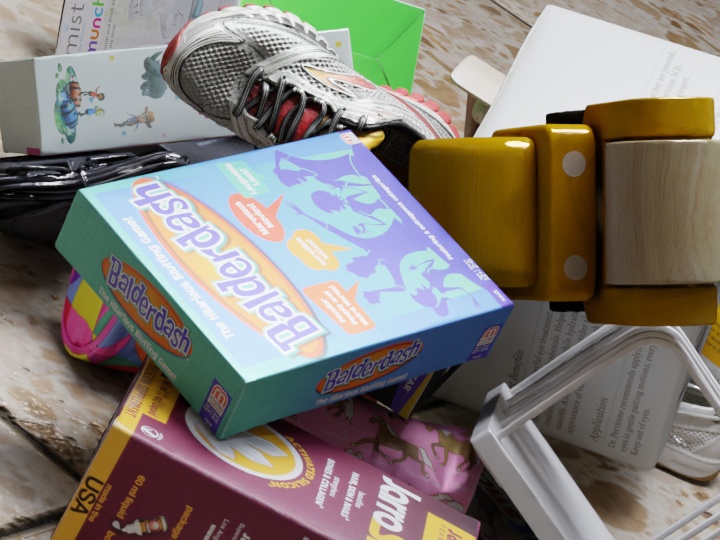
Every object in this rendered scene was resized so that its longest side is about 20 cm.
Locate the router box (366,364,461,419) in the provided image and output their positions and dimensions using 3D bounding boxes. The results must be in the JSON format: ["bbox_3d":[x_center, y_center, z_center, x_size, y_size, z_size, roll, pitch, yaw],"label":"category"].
[{"bbox_3d":[0.000,0.000,1.656,0.157,0.052,0.200,32,20,7],"label":"router box"}]

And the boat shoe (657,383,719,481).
[{"bbox_3d":[0.170,0.074,1.926,0.200,0.069,0.071,22,22,-16],"label":"boat shoe"}]

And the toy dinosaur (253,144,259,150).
[{"bbox_3d":[-0.090,-0.010,1.793,0.200,0.102,0.136,50,41,8],"label":"toy dinosaur"}]

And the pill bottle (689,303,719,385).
[{"bbox_3d":[0.290,0.033,1.994,0.113,0.200,0.113,25,20,-10],"label":"pill bottle"}]

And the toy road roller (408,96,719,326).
[{"bbox_3d":[0.111,-0.031,1.573,0.146,0.123,0.200,-1,1,-18],"label":"toy road roller"}]

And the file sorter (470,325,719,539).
[{"bbox_3d":[0.157,0.107,1.622,0.139,0.125,0.200,56,7,-1],"label":"file sorter"}]

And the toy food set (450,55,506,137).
[{"bbox_3d":[0.124,-0.068,2.103,0.143,0.060,0.200,33,-19,12],"label":"toy food set"}]

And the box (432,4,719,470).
[{"bbox_3d":[0.154,-0.023,1.830,0.171,0.199,0.200,18,42,9],"label":"box"}]

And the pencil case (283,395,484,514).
[{"bbox_3d":[-0.029,0.094,1.587,0.200,0.087,0.083,25,2,-12],"label":"pencil case"}]

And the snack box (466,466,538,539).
[{"bbox_3d":[0.082,0.165,1.648,0.072,0.024,0.200,15,24,-40],"label":"snack box"}]

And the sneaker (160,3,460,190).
[{"bbox_3d":[-0.022,-0.092,1.655,0.200,0.078,0.082,22,21,-18],"label":"sneaker"}]

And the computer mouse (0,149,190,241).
[{"bbox_3d":[-0.184,-0.042,1.696,0.138,0.053,0.200,-7,5,-14],"label":"computer mouse"}]

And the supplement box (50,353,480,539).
[{"bbox_3d":[-0.047,0.138,1.449,0.200,0.086,0.110,28,19,-4],"label":"supplement box"}]

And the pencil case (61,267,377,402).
[{"bbox_3d":[-0.078,0.032,1.664,0.200,0.088,0.088,20,21,-31],"label":"pencil case"}]

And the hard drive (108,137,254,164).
[{"bbox_3d":[-0.078,-0.057,1.953,0.200,0.042,0.135,33,20,14],"label":"hard drive"}]

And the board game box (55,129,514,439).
[{"bbox_3d":[-0.039,0.003,1.505,0.200,0.045,0.152,-16,53,-43],"label":"board game box"}]

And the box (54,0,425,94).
[{"bbox_3d":[-0.086,-0.173,2.036,0.176,0.097,0.200,9,-1,39],"label":"box"}]

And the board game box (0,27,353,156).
[{"bbox_3d":[-0.118,-0.112,1.771,0.200,0.064,0.148,-8,6,-16],"label":"board game box"}]
